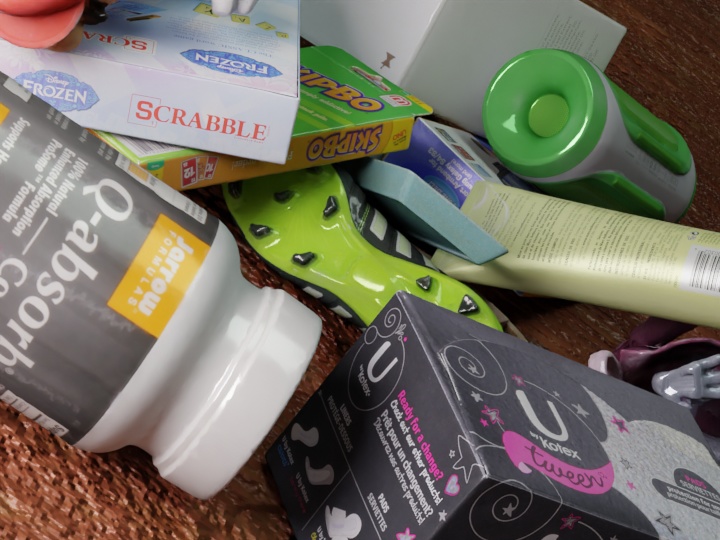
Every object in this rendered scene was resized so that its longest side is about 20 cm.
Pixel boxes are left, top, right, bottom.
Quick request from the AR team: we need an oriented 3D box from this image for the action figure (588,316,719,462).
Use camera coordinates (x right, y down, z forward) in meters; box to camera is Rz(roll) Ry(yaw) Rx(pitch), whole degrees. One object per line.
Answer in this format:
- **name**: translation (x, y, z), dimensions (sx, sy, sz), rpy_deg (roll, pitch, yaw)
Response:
- **action figure**: translation (0.176, 0.082, 1.337), dimensions (0.148, 0.135, 0.200), rpy_deg (-7, 11, -12)

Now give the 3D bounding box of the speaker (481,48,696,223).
- **speaker**: translation (0.149, -0.077, 1.482), dimensions (0.089, 0.088, 0.200), rpy_deg (50, 12, 27)

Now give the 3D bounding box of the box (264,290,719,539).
- **box**: translation (0.078, 0.115, 1.079), dimensions (0.199, 0.115, 0.132), rpy_deg (21, 27, -34)

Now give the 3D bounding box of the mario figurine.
- **mario figurine**: translation (-0.131, -0.148, 1.167), dimensions (0.106, 0.123, 0.200), rpy_deg (61, 28, -1)

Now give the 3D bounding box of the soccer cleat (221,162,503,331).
- **soccer cleat**: translation (0.000, 0.000, 1.261), dimensions (0.200, 0.068, 0.081), rpy_deg (41, -7, 25)

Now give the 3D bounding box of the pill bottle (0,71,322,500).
- **pill bottle**: translation (-0.123, 0.004, 0.986), dimensions (0.199, 0.117, 0.117), rpy_deg (34, 23, -10)

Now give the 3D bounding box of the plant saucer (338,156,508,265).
- **plant saucer**: translation (0.024, -0.037, 1.292), dimensions (0.070, 0.019, 0.200), rpy_deg (38, -4, -15)

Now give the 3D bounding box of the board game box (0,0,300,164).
- **board game box**: translation (-0.131, -0.133, 1.240), dimensions (0.199, 0.041, 0.200), rpy_deg (10, 28, -6)

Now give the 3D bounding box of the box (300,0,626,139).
- **box**: translation (0.048, -0.166, 1.504), dimensions (0.152, 0.107, 0.200), rpy_deg (35, 10, 34)

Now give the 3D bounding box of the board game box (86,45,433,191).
- **board game box**: translation (-0.063, -0.083, 1.248), dimensions (0.199, 0.030, 0.095), rpy_deg (-15, 37, -36)

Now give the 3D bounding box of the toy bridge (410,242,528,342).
- **toy bridge**: translation (0.061, 0.035, 1.318), dimensions (0.200, 0.027, 0.067), rpy_deg (44, 22, 16)

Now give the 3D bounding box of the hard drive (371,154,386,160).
- **hard drive**: translation (-0.058, -0.133, 1.410), dimensions (0.200, 0.027, 0.132), rpy_deg (42, 3, 7)

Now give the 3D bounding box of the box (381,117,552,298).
- **box**: translation (0.086, -0.036, 1.425), dimensions (0.119, 0.042, 0.200), rpy_deg (44, 9, 13)

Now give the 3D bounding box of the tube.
- **tube**: translation (0.139, -0.007, 1.285), dimensions (0.199, 0.052, 0.058), rpy_deg (12, 9, 24)
